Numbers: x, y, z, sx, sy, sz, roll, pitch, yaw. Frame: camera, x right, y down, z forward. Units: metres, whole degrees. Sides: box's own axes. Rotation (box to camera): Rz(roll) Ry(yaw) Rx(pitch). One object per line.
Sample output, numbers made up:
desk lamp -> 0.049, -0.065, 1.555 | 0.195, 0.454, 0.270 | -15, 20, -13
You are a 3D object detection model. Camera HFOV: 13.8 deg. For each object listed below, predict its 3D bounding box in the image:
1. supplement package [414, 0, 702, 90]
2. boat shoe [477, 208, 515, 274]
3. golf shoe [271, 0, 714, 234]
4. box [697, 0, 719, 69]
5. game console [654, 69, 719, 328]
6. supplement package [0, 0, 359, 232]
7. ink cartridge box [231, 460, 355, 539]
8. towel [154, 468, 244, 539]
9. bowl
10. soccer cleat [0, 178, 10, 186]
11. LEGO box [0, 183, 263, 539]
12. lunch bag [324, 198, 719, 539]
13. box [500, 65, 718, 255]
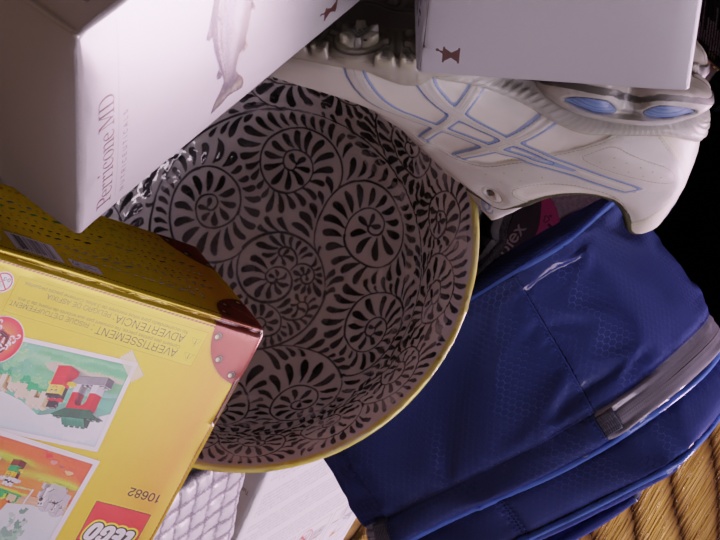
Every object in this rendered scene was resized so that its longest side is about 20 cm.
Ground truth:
supplement package -> 0.079, -0.170, 1.199 | 0.200, 0.109, 0.114 | -90, -176, -57
boat shoe -> 0.000, 0.000, 1.369 | 0.201, 0.091, 0.071 | -59, 162, 7
golf shoe -> 0.042, -0.062, 1.217 | 0.078, 0.199, 0.098 | -67, 167, -57
box -> 0.185, -0.192, 1.529 | 0.044, 0.160, 0.200 | -37, 153, -20
game console -> 0.190, 0.010, 1.516 | 0.175, 0.116, 0.201 | -1, 128, -47
supplement package -> -0.080, -0.134, 1.121 | 0.200, 0.117, 0.117 | -42, 157, -29
ink cartridge box -> -0.041, 0.115, 1.673 | 0.160, 0.047, 0.200 | -28, 151, -51
towel -> -0.151, 0.152, 1.437 | 0.200, 0.085, 0.166 | -34, 149, -39
bowl -> -0.048, -0.006, 1.294 | 0.201, 0.200, 0.094 | -52, 172, -9
soccer cleat -> -0.145, -0.021, 1.220 | 0.077, 0.069, 0.201 | -15, 132, -63
LEGO box -> -0.160, 0.044, 1.143 | 0.199, 0.077, 0.149 | 19, 108, -36
lunch bag -> 0.073, 0.069, 1.395 | 0.200, 0.133, 0.136 | -31, -178, 33
box -> 0.092, -0.043, 1.590 | 0.200, 0.132, 0.115 | -53, 160, -5
